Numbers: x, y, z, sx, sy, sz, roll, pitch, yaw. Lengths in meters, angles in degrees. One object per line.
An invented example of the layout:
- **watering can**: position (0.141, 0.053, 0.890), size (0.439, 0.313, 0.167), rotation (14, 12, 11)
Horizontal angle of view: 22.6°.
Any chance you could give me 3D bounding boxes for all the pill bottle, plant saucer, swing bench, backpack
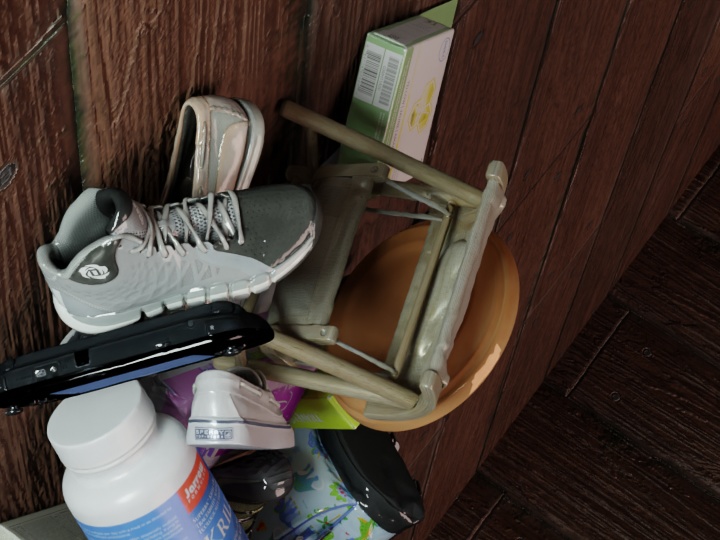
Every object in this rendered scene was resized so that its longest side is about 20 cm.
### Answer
- **pill bottle**: position (-0.168, 0.185, 1.430), size (0.112, 0.112, 0.201), rotation (-48, 128, -31)
- **plant saucer**: position (0.044, 0.039, 1.540), size (0.037, 0.200, 0.201), rotation (38, 85, -41)
- **swing bench**: position (0.000, 0.000, 1.465), size (0.130, 0.198, 0.201), rotation (89, 19, -67)
- **backpack**: position (-0.059, 0.232, 1.717), size (0.153, 0.164, 0.200), rotation (18, 123, -38)

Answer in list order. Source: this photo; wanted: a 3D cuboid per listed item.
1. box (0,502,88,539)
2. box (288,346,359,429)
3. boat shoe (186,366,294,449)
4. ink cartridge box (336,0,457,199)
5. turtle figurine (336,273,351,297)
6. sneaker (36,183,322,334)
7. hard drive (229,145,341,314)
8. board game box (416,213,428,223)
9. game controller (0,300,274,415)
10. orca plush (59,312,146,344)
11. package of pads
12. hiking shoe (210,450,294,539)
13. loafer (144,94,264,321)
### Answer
- **box**: position (-0.243, 0.254, 1.517), size (0.078, 0.095, 0.200), rotation (-58, 165, 10)
- **box**: position (-0.042, 0.094, 1.704), size (0.199, 0.048, 0.122), rotation (-6, -142, 53)
- **boat shoe**: position (-0.093, 0.110, 1.445), size (0.200, 0.073, 0.066), rotation (59, 31, -83)
- **ink cartridge box**: position (0.051, -0.161, 1.651), size (0.200, 0.048, 0.147), rotation (-30, 139, -57)
- **turtle figurine**: position (-0.011, 0.057, 1.878), size (0.149, 0.101, 0.200), rotation (-12, -157, 45)
- **sneaker**: position (-0.125, -0.025, 1.218), size (0.198, 0.076, 0.116), rotation (-22, 150, -1)
- **hard drive**: position (-0.073, -0.013, 1.645), size (0.200, 0.027, 0.132), rotation (-47, 163, -36)
- **board game box**: position (0.049, 0.010, 2.097), size (0.200, 0.034, 0.136), rotation (-41, 159, -49)
- **game controller**: position (-0.160, 0.065, 1.263), size (0.198, 0.043, 0.104), rotation (-15, 165, 12)
- **orca plush**: position (-0.157, 0.050, 1.402), size (0.106, 0.071, 0.200), rotation (-62, 165, 22)
- **package of pads**: position (-0.131, 0.112, 1.562), size (0.199, 0.076, 0.121), rotation (-18, 145, -52)
- **hiking shoe**: position (-0.116, 0.225, 1.627), size (0.075, 0.102, 0.199), rotation (-17, 175, -40)
- **loafer**: position (-0.130, -0.033, 1.314), size (0.063, 0.072, 0.202), rotation (7, 104, -47)
